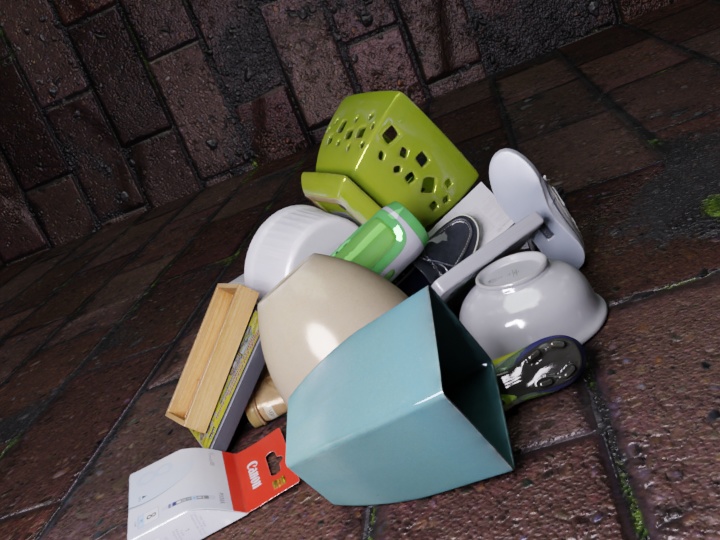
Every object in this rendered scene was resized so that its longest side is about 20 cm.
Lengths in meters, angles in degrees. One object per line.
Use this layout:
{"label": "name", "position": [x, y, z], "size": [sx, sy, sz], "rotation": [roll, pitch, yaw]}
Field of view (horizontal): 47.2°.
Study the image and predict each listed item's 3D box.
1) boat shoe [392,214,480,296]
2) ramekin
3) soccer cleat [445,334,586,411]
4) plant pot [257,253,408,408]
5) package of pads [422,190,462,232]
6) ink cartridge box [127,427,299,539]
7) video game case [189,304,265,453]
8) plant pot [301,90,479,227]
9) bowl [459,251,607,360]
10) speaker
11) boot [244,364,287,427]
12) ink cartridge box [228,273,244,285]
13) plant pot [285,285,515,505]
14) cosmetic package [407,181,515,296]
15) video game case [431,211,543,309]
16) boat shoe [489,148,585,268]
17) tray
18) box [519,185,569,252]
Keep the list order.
{"label": "boat shoe", "position": [0.097, -0.002, 1.179], "size": [0.200, 0.075, 0.062], "rotation": [-46, -22, -2]}
{"label": "ramekin", "position": [-0.068, 0.005, 1.254], "size": [0.200, 0.203, 0.097], "rotation": [-34, 28, -32]}
{"label": "soccer cleat", "position": [0.159, 0.128, 0.928], "size": [0.198, 0.066, 0.084], "rotation": [-23, -13, 17]}
{"label": "plant pot", "position": [-0.046, 0.060, 0.990], "size": [0.200, 0.135, 0.200], "rotation": [-41, 5, 4]}
{"label": "package of pads", "position": [0.115, -0.066, 1.367], "size": [0.154, 0.068, 0.201], "rotation": [-40, 34, 8]}
{"label": "ink cartridge box", "position": [-0.181, 0.252, 0.988], "size": [0.198, 0.048, 0.160], "rotation": [-28, 18, -7]}
{"label": "video game case", "position": [-0.186, 0.142, 1.158], "size": [0.180, 0.025, 0.202], "rotation": [17, 82, 65]}
{"label": "plant pot", "position": [0.031, -0.146, 1.301], "size": [0.183, 0.199, 0.199], "rotation": [-54, 26, -9]}
{"label": "bowl", "position": [0.206, 0.037, 1.053], "size": [0.198, 0.091, 0.201], "rotation": [-21, 17, 7]}
{"label": "speaker", "position": [0.000, 0.000, 1.130], "size": [0.200, 0.089, 0.088], "rotation": [-44, 20, -6]}
{"label": "boot", "position": [-0.063, 0.126, 1.156], "size": [0.198, 0.067, 0.176], "rotation": [-22, 40, 9]}
{"label": "ink cartridge box", "position": [-0.129, 0.016, 1.547], "size": [0.199, 0.084, 0.146], "rotation": [-35, 21, -31]}
{"label": "plant pot", "position": [0.028, 0.148, 0.835], "size": [0.198, 0.141, 0.142], "rotation": [-29, 36, 20]}
{"label": "cosmetic package", "position": [0.138, -0.030, 1.236], "size": [0.200, 0.083, 0.051], "rotation": [-43, -19, 0]}
{"label": "video game case", "position": [0.150, 0.013, 1.152], "size": [0.199, 0.024, 0.182], "rotation": [-33, -14, -27]}
{"label": "boat shoe", "position": [0.262, -0.096, 1.194], "size": [0.074, 0.203, 0.086], "rotation": [-37, 5, 30]}
{"label": "tray", "position": [-0.206, 0.118, 1.149], "size": [0.098, 0.037, 0.203], "rotation": [-2, 65, 62]}
{"label": "box", "position": [0.236, -0.076, 1.408], "size": [0.198, 0.050, 0.158], "rotation": [-7, 24, 43]}
